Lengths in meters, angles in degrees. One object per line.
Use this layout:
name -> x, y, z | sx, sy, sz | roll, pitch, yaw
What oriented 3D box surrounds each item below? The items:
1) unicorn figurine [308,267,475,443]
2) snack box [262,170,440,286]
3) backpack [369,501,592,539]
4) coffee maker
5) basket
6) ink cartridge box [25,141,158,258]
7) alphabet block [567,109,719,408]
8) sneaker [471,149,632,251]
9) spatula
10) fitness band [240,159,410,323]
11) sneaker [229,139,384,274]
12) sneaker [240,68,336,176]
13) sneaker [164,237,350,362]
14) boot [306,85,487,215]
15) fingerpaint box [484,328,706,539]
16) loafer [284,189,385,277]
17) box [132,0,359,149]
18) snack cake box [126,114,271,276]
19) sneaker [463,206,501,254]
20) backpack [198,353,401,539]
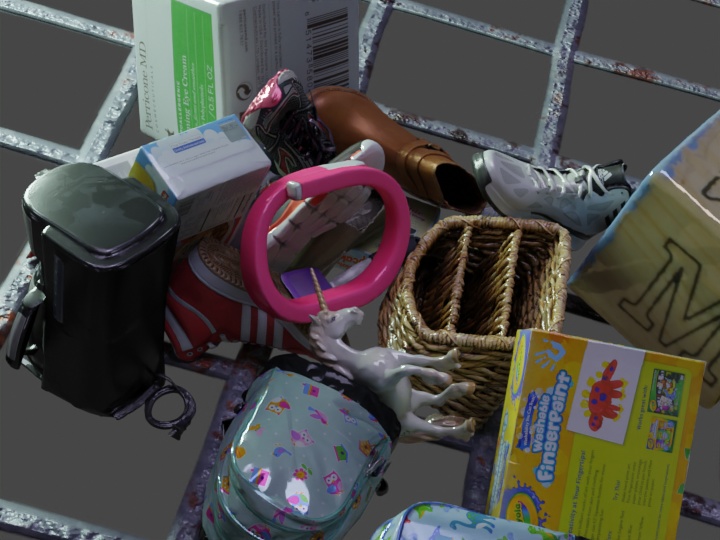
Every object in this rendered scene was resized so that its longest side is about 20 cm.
unicorn figurine -> 0.030, 0.098, 1.574 | 0.136, 0.201, 0.074 | -2, 34, 20
snack box -> -0.022, -0.055, 1.849 | 0.198, 0.037, 0.116 | 20, 42, 6
backpack -> 0.094, 0.275, 1.432 | 0.198, 0.154, 0.164 | 11, 61, 14
coffee maker -> -0.224, 0.023, 1.564 | 0.191, 0.201, 0.135 | 18, 44, 4
basket -> 0.110, 0.026, 1.684 | 0.142, 0.149, 0.201 | 30, 39, -11
ink cartridge box -> -0.222, -0.067, 1.714 | 0.199, 0.176, 0.045 | -23, 73, -36
alphabet block -> 0.373, -0.016, 1.773 | 0.200, 0.197, 0.195 | 43, 47, 11
sneaker -> 0.210, -0.096, 1.768 | 0.200, 0.115, 0.076 | 24, 44, -43
spatula -> 0.000, 0.000, 1.732 | 0.199, 0.021, 0.057 | -24, 73, -40
fitness band -> -0.030, -0.027, 1.636 | 0.199, 0.145, 0.037 | -16, 22, -41
sneaker -> -0.067, -0.073, 1.707 | 0.200, 0.077, 0.082 | -40, 58, 0
sneaker -> -0.063, -0.140, 1.765 | 0.075, 0.200, 0.081 | 39, 83, 22
sneaker -> -0.112, 0.056, 1.682 | 0.199, 0.112, 0.072 | 34, 30, -26
boot -> 0.036, -0.124, 1.850 | 0.200, 0.077, 0.155 | 35, 1, -35
fingerpaint box -> 0.209, 0.165, 1.546 | 0.165, 0.202, 0.073 | 10, -3, -5
loafer -> -0.040, -0.043, 1.761 | 0.200, 0.068, 0.076 | -39, 73, -17
box -> -0.125, -0.243, 1.884 | 0.199, 0.201, 0.171 | -22, 34, -35
snack cake box -> -0.176, -0.051, 1.638 | 0.115, 0.200, 0.067 | -25, 69, -38
sneaker -> 0.161, -0.049, 1.878 | 0.199, 0.076, 0.086 | -17, 31, -41
backpack -> -0.062, 0.175, 1.501 | 0.166, 0.127, 0.200 | 24, 43, 6
